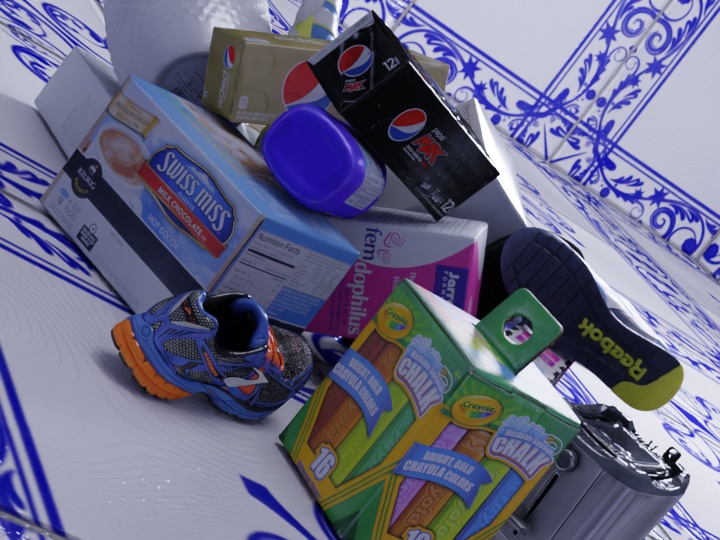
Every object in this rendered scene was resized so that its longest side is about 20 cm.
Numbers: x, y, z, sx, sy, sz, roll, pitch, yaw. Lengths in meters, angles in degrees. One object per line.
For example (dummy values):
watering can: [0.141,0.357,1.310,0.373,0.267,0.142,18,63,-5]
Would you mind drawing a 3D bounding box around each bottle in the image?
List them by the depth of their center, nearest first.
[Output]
bottle: [-0.020,-0.082,1.519,0.084,0.065,0.200,49,7,10]

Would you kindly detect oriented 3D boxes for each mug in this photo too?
mug: [-0.140,-0.178,1.680,0.176,0.147,0.201,-105,174,-53]

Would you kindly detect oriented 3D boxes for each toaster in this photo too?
toaster: [0.182,0.185,1.568,0.114,0.129,0.200,43,14,24]

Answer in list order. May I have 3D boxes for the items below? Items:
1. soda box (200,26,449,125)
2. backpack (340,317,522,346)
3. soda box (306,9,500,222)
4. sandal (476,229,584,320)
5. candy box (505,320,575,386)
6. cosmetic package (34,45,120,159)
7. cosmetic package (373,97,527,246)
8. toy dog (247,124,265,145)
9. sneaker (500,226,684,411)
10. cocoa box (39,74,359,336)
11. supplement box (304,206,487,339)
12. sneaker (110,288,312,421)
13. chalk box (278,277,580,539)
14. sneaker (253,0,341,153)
soda box: [-0.028,-0.154,1.585,0.199,0.068,0.064,3,16,-31]
backpack: [0.100,0.056,1.799,0.200,0.154,0.190,36,2,7]
soda box: [0.037,-0.120,1.513,0.063,0.071,0.200,58,8,33]
sandal: [0.100,0.017,1.681,0.075,0.199,0.045,63,5,-19]
candy box: [0.108,0.116,1.597,0.061,0.137,0.200,39,11,7]
cosmetic package: [-0.208,-0.112,1.699,0.101,0.074,0.200,29,16,-40]
cosmetic package: [0.039,-0.056,1.707,0.085,0.199,0.108,51,19,-39]
toy dog: [-0.091,-0.083,1.825,0.200,0.132,0.097,34,-27,21]
sneaker: [0.191,0.038,1.637,0.200,0.074,0.082,45,11,-16]
cocoa box: [-0.126,-0.034,1.494,0.200,0.131,0.133,46,14,34]
supplement box: [0.000,0.000,1.606,0.199,0.102,0.103,8,9,8]
sneaker: [-0.087,0.056,1.359,0.200,0.078,0.076,10,50,-60]
chalk box: [0.062,0.099,1.368,0.124,0.200,0.125,28,15,-37]
sneaker: [-0.028,-0.148,1.675,0.104,0.201,0.076,18,13,-1]
